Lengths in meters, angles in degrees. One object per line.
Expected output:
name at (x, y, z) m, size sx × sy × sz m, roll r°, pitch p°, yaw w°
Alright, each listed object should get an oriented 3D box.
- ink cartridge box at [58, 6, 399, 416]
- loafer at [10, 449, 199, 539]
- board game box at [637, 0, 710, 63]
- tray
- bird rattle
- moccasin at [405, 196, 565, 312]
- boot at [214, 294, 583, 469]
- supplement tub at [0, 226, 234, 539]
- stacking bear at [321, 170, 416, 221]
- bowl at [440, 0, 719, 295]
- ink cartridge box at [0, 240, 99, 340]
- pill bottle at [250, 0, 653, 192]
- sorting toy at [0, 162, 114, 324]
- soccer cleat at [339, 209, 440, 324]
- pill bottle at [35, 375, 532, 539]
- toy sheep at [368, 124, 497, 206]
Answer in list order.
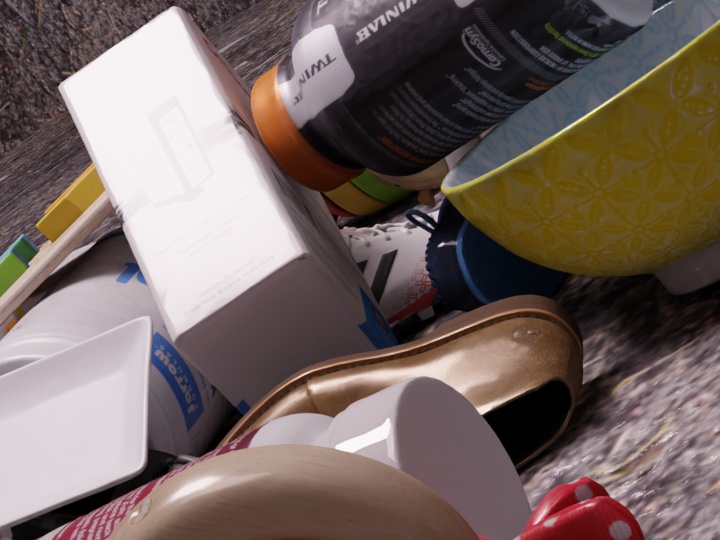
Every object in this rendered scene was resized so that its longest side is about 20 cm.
ink cartridge box at (-0.065, -0.019, 1.206) m, size 0.084 × 0.146 × 0.200 m, roll -34°, pitch 50°, yaw 6°
loafer at (-0.118, 0.122, 1.169) m, size 0.200 × 0.063 × 0.072 m, roll -23°, pitch 0°, yaw 43°
board game box at (0.192, -0.163, 1.192) m, size 0.105 × 0.200 × 0.103 m, roll -28°, pitch 13°, yaw 23°
tray at (-0.189, 0.101, 1.188) m, size 0.200 × 0.022 × 0.108 m, roll -22°, pitch 43°, yaw 19°
bird rattle at (-0.004, 0.121, 0.707) m, size 0.200 × 0.163 × 0.113 m, roll -37°, pitch 27°, yaw 28°
moccasin at (0.074, -0.016, 1.239) m, size 0.068 × 0.081 × 0.200 m, roll -10°, pitch 8°, yaw 26°
boot at (0.009, 0.080, 1.036) m, size 0.200 × 0.074 × 0.075 m, roll -28°, pitch 23°, yaw 14°
supplement tub at (-0.140, 0.064, 1.324) m, size 0.132 × 0.132 × 0.200 m, roll -28°, pitch 14°, yaw 25°
stacking bear at (-0.009, -0.087, 1.649) m, size 0.200 × 0.122 × 0.114 m, roll -39°, pitch -33°, yaw 26°
bowl at (0.149, -0.054, 1.078) m, size 0.200 × 0.108 × 0.200 m, roll -35°, pitch 8°, yaw 6°
ink cartridge box at (-0.172, 0.048, 1.503) m, size 0.200 × 0.115 × 0.068 m, roll -19°, pitch 19°, yaw 51°
pill bottle at (0.038, -0.116, 1.143) m, size 0.200 × 0.106 × 0.106 m, roll -32°, pitch 11°, yaw 29°
sorting toy at (-0.191, -0.015, 1.387) m, size 0.200 × 0.036 × 0.185 m, roll -41°, pitch 7°, yaw 0°
soccer cleat at (0.000, 0.000, 1.320) m, size 0.200 × 0.085 × 0.069 m, roll -37°, pitch 12°, yaw -15°
pill bottle at (-0.040, 0.123, 0.865) m, size 0.200 × 0.114 × 0.114 m, roll -28°, pitch 13°, yaw 25°
toy sheep at (0.093, -0.108, 1.413) m, size 0.200 × 0.138 × 0.138 m, roll -29°, pitch 12°, yaw -4°
